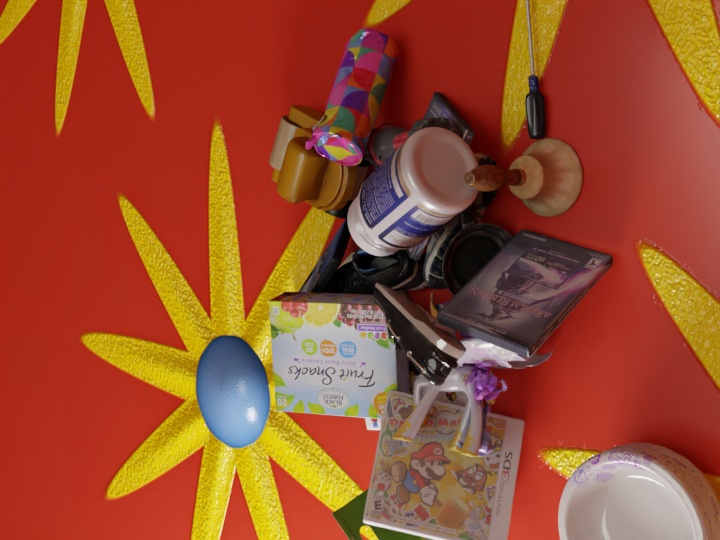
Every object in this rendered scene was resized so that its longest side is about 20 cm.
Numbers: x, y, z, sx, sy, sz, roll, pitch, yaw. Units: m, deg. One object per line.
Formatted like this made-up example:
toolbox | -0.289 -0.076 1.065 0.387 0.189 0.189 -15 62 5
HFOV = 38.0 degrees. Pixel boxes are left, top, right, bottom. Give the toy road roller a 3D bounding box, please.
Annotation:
toy road roller | -0.084 -0.167 1.612 0.199 0.145 0.125 33 114 34

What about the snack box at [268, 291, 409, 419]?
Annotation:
snack box | -0.030 0.122 1.528 0.196 0.068 0.172 3 102 22

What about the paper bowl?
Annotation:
paper bowl | 0.354 0.316 1.300 0.198 0.103 0.205 5 98 41

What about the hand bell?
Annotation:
hand bell | 0.192 -0.118 1.340 0.103 0.198 0.107 5 98 40

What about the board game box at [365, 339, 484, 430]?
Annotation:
board game box | 0.085 0.171 1.545 0.197 0.034 0.129 -5 99 36

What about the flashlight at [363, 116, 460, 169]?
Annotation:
flashlight | 0.064 -0.182 1.480 0.068 0.068 0.200 -51 15 -11

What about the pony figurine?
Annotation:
pony figurine | 0.144 0.140 1.393 0.190 0.166 0.204 9 83 26

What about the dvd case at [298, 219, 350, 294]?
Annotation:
dvd case | -0.072 0.023 1.635 0.017 0.143 0.201 30 120 -8

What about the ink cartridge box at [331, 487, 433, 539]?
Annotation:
ink cartridge box | 0.083 0.336 1.457 0.149 0.198 0.076 53 143 13

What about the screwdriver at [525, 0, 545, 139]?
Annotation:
screwdriver | 0.228 -0.278 1.404 0.028 0.029 0.205 -3 97 40

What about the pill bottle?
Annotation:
pill bottle | 0.064 -0.097 1.387 0.200 0.114 0.118 -37 69 57

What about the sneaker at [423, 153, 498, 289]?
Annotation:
sneaker | 0.134 -0.072 1.488 0.086 0.076 0.203 37 110 56

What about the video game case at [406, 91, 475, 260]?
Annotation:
video game case | 0.095 -0.137 1.499 0.203 0.019 0.143 -66 25 22

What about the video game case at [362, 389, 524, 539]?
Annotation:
video game case | 0.116 0.274 1.433 0.196 0.023 0.185 12 70 1

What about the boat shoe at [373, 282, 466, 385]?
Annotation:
boat shoe | 0.065 0.081 1.373 0.061 0.073 0.200 -59 40 9

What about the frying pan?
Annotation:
frying pan | 0.142 -0.036 1.436 0.115 0.031 0.191 -42 105 -2

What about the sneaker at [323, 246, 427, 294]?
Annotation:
sneaker | 0.000 0.000 1.554 0.197 0.111 0.075 -15 69 32

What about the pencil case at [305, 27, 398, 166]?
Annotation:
pencil case | -0.008 -0.253 1.525 0.087 0.088 0.203 1 61 40

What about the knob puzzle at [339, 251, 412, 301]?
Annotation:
knob puzzle | 0.002 0.072 1.635 0.217 0.030 0.225 4 96 41

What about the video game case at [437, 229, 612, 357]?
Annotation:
video game case | 0.211 0.024 1.341 0.141 0.199 0.019 19 137 38
